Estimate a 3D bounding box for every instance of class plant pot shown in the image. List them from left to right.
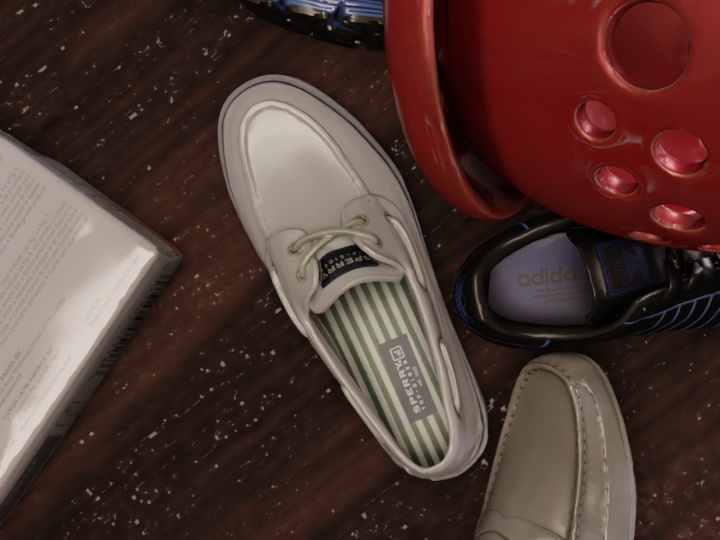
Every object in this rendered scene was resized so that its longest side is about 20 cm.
[{"bbox_3d":[0.118,-0.105,1.100,0.182,0.200,0.201,0,91,23],"label":"plant pot"}]

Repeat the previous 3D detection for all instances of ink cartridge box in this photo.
[{"bbox_3d":[-0.206,0.002,1.236,0.200,0.050,0.162,36,95,13],"label":"ink cartridge box"}]

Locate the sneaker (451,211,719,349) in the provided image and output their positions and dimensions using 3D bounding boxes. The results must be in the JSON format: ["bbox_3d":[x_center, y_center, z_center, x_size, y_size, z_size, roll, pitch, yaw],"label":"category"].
[{"bbox_3d":[0.138,-0.004,1.176,0.200,0.078,0.070,-15,90,6],"label":"sneaker"}]

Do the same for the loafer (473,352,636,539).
[{"bbox_3d":[0.075,0.135,1.182,0.070,0.070,0.200,3,91,-39],"label":"loafer"}]

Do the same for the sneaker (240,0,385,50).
[{"bbox_3d":[-0.038,-0.152,1.197,0.200,0.075,0.079,18,89,4],"label":"sneaker"}]

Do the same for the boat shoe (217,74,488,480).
[{"bbox_3d":[0.000,0.000,1.196,0.074,0.067,0.200,-33,87,5],"label":"boat shoe"}]
